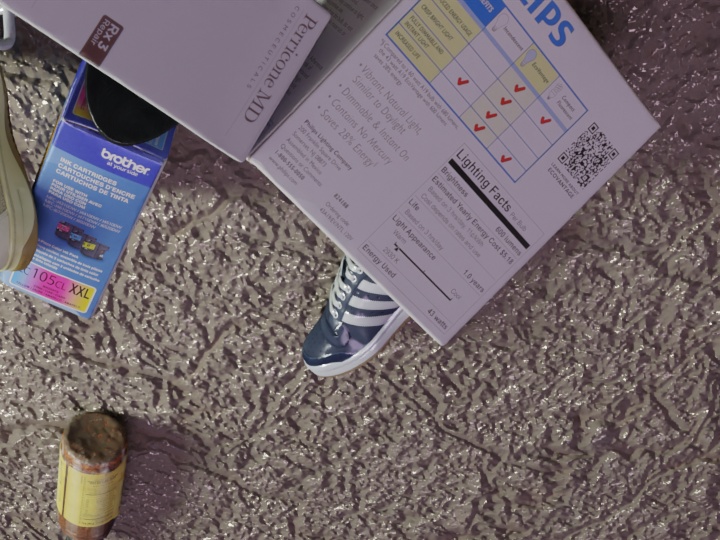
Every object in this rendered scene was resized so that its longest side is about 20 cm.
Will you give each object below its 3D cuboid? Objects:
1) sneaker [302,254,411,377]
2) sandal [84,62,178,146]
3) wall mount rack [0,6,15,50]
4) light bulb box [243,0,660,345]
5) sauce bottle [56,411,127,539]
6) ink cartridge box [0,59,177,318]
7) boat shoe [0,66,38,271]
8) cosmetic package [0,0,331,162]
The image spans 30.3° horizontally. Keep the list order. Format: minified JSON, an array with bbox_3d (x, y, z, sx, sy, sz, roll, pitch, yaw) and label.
[{"bbox_3d":[0.000,0.000,1.036,0.108,0.071,0.199,33,122,-32],"label":"sneaker"},{"bbox_3d":[-0.097,-0.163,0.815,0.075,0.048,0.201,42,83,-10],"label":"sandal"},{"bbox_3d":[-0.188,-0.230,0.793,0.198,0.176,0.074,-7,178,26],"label":"wall mount rack"},{"bbox_3d":[0.044,-0.101,0.838,0.200,0.125,0.198,-45,123,3],"label":"light bulb box"},{"bbox_3d":[-0.263,0.218,1.288,0.065,0.067,0.201,12,137,-7],"label":"sauce bottle"},{"bbox_3d":[-0.174,-0.087,0.916,0.076,0.137,0.201,23,133,-15],"label":"ink cartridge box"},{"bbox_3d":[-0.271,-0.091,0.883,0.063,0.203,0.073,-8,162,-36],"label":"boat shoe"},{"bbox_3d":[-0.122,-0.154,0.710,0.199,0.074,0.102,31,92,-33],"label":"cosmetic package"}]
